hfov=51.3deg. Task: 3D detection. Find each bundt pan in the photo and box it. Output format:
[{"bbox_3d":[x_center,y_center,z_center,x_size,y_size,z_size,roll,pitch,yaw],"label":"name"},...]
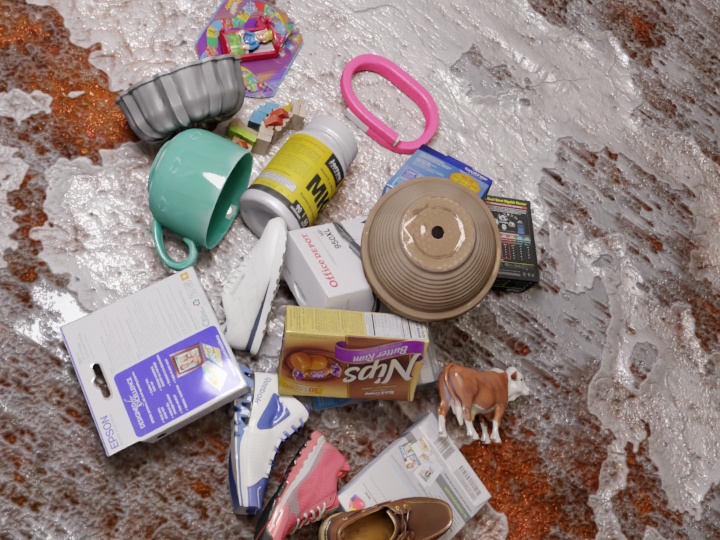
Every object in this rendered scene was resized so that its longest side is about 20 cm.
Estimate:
[{"bbox_3d":[-0.255,-0.246,1.110,0.199,0.201,0.077,-25,98,-27],"label":"bundt pan"}]

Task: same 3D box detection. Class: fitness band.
[{"bbox_3d":[0.051,-0.297,1.328,0.199,0.037,0.145,38,62,-5],"label":"fitness band"}]

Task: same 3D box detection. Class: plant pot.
[{"bbox_3d":[0.098,-0.039,1.005,0.195,0.093,0.206,1,75,-2],"label":"plant pot"}]

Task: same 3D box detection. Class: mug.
[{"bbox_3d":[-0.243,-0.114,1.075,0.112,0.153,0.187,25,50,2],"label":"mug"}]

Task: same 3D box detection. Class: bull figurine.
[{"bbox_3d":[0.187,0.201,1.155,0.197,0.064,0.125,17,70,-40],"label":"bull figurine"}]

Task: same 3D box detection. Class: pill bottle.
[{"bbox_3d":[-0.092,-0.142,1.170,0.113,0.114,0.202,36,62,-4],"label":"pill bottle"}]

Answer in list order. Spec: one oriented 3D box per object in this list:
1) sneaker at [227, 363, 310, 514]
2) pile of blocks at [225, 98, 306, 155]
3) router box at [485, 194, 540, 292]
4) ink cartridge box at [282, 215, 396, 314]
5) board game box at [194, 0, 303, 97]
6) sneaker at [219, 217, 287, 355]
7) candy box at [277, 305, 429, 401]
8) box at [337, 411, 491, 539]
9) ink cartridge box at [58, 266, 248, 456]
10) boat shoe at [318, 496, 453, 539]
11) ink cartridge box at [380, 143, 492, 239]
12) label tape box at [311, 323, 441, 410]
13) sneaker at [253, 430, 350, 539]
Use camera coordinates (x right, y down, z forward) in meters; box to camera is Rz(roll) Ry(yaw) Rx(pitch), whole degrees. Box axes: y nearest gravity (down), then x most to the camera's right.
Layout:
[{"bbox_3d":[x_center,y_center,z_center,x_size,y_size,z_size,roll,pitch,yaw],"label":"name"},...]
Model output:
[{"bbox_3d":[-0.124,0.228,1.037,0.112,0.081,0.204,3,68,-17],"label":"sneaker"},{"bbox_3d":[-0.161,-0.235,1.208,0.082,0.062,0.200,45,61,0],"label":"pile of blocks"},{"bbox_3d":[0.202,-0.050,1.278,0.195,0.062,0.154,6,68,-19],"label":"router box"},{"bbox_3d":[0.000,0.000,1.114,0.196,0.085,0.145,-13,48,-28],"label":"ink cartridge box"},{"bbox_3d":[-0.184,-0.394,1.271,0.156,0.039,0.203,29,62,-9],"label":"board game box"},{"bbox_3d":[-0.156,0.018,1.068,0.079,0.076,0.205,18,99,-1],"label":"sneaker"},{"bbox_3d":[-0.013,0.117,1.034,0.195,0.119,0.057,6,36,-9],"label":"candy box"},{"bbox_3d":[0.076,0.333,1.098,0.199,0.041,0.157,-35,85,-29],"label":"box"},{"bbox_3d":[-0.278,0.120,1.010,0.197,0.044,0.201,-24,67,-15],"label":"ink cartridge box"},{"bbox_3d":[0.044,0.350,1.018,0.195,0.068,0.074,-3,71,-22],"label":"boat shoe"},{"bbox_3d":[0.120,-0.116,1.168,0.134,0.077,0.200,28,36,9],"label":"ink cartridge box"},{"bbox_3d":[0.013,0.120,1.140,0.195,0.066,0.147,-7,72,-25],"label":"label tape box"},{"bbox_3d":[-0.071,0.305,1.001,0.086,0.074,0.201,33,41,0],"label":"sneaker"}]
